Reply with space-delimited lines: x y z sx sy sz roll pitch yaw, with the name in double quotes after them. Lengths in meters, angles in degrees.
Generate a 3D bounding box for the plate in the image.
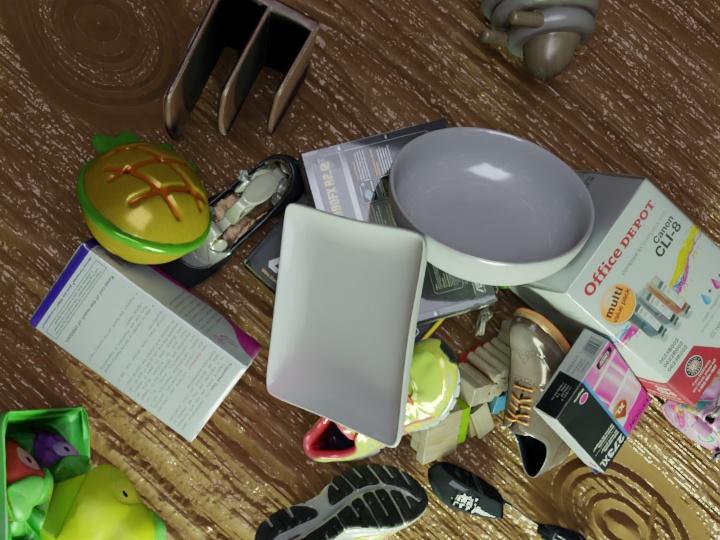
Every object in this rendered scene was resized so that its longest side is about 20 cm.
-0.011 0.047 1.161 0.032 0.200 0.200 -2 102 -43 "plate"

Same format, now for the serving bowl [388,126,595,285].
0.120 -0.053 1.166 0.200 0.066 0.200 7 44 -6 "serving bowl"

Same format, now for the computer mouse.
0.155 0.259 1.274 0.200 0.059 0.034 29 99 -7 "computer mouse"

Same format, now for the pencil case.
0.414 0.104 1.299 0.087 0.087 0.200 44 81 -1 "pencil case"

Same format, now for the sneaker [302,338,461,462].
0.018 0.139 1.197 0.200 0.090 0.078 -45 67 33 "sneaker"

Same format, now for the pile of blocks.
0.121 0.122 1.286 0.200 0.082 0.062 -36 46 -17 "pile of blocks"

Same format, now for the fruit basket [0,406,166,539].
-0.285 0.208 1.152 0.215 0.216 0.156 -2 85 -6 "fruit basket"

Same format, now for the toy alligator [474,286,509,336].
0.170 -0.021 1.296 0.054 0.059 0.200 14 84 -5 "toy alligator"

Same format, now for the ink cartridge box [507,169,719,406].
0.274 0.014 1.234 0.200 0.145 0.145 39 82 -21 "ink cartridge box"

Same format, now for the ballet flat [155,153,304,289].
-0.140 -0.054 1.262 0.200 0.073 0.073 -40 90 -8 "ballet flat"

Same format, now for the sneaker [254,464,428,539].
-0.023 0.266 1.239 0.200 0.090 0.078 -16 53 -25 "sneaker"

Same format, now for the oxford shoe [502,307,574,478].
0.180 0.128 1.227 0.073 0.071 0.200 -40 128 -30 "oxford shoe"

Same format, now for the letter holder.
-0.123 -0.183 1.209 0.101 0.200 0.142 27 83 -3 "letter holder"

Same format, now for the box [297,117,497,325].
0.037 -0.041 1.242 0.158 0.048 0.200 -16 85 -8 "box"

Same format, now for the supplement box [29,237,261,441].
-0.211 0.064 1.215 0.200 0.101 0.103 36 99 -1 "supplement box"

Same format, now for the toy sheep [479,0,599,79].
0.188 -0.300 1.291 0.138 0.138 0.200 -4 80 -7 "toy sheep"

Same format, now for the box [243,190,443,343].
0.000 0.000 1.282 0.200 0.049 0.160 43 84 -1 "box"

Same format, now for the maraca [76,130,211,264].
-0.215 -0.080 1.206 0.137 0.200 0.107 19 121 -22 "maraca"

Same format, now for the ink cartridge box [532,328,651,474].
0.245 0.143 1.233 0.037 0.200 0.095 29 80 37 "ink cartridge box"
